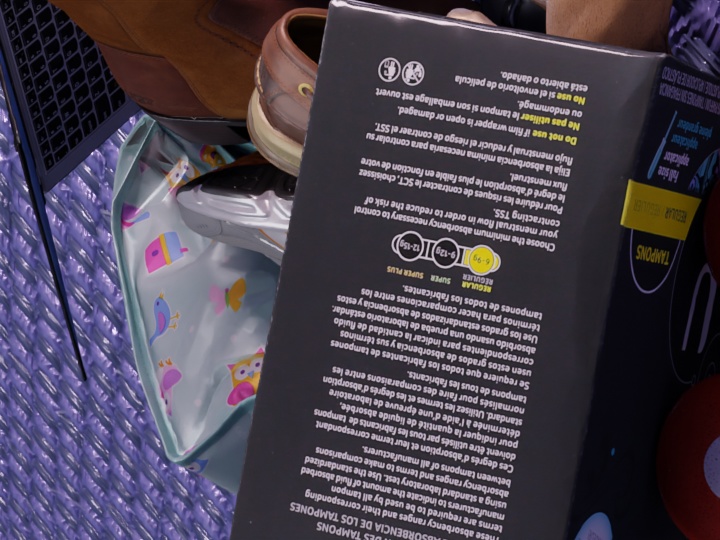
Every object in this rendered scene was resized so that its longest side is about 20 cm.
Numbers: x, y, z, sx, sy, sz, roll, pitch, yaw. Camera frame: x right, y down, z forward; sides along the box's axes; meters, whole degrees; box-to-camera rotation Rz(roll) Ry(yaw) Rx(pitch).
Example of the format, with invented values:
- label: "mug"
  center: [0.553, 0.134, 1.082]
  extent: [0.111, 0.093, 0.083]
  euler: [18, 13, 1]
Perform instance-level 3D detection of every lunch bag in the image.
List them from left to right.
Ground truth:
- label: "lunch bag"
  center: [-0.038, 0.024, 1.510]
  extent: [0.170, 0.122, 0.200]
  euler: [38, -158, -47]

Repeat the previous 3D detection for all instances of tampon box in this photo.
- label: "tampon box"
  center: [0.055, 0.019, 1.079]
  extent: [0.126, 0.201, 0.150]
  euler: [12, -178, 24]

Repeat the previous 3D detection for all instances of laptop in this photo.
- label: "laptop"
  center: [-0.124, -0.090, 1.506]
  extent: [0.116, 0.200, 0.188]
  euler: [32, 152, 28]

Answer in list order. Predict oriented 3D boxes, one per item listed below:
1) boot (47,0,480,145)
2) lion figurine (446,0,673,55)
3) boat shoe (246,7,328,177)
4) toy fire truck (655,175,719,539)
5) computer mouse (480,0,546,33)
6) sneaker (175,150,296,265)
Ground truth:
- label: "boot"
  center: [-0.058, -0.127, 1.299]
  extent: [0.188, 0.069, 0.200]
  euler: [2, 156, 32]
- label: "lion figurine"
  center: [0.098, -0.112, 1.153]
  extent: [0.122, 0.072, 0.200]
  euler: [32, 147, 23]
- label: "boat shoe"
  center: [0.049, -0.058, 1.248]
  extent: [0.199, 0.072, 0.068]
  euler: [16, 145, 7]
- label: "toy fire truck"
  center: [0.208, 0.036, 1.047]
  extent: [0.167, 0.112, 0.201]
  euler: [13, 94, 31]
- label: "computer mouse"
  center: [0.066, -0.131, 1.244]
  extent: [0.059, 0.034, 0.200]
  euler: [39, 154, 38]
- label: "sneaker"
  center: [0.000, 0.000, 1.342]
  extent: [0.199, 0.076, 0.092]
  euler: [11, 116, 37]
